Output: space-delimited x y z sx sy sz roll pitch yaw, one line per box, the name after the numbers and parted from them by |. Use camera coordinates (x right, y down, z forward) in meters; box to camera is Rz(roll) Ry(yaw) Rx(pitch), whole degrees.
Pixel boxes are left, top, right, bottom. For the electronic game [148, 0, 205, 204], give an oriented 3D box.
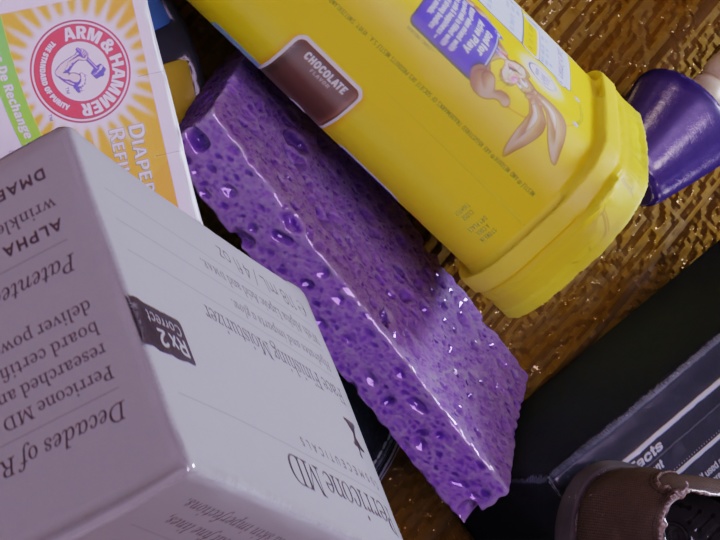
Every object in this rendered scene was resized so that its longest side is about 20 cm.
-0.155 -0.061 0.971 0.199 0.042 0.201 2 85 -25 | electronic game

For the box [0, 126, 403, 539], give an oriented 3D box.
-0.118 0.077 0.835 0.200 0.199 0.131 -28 66 12 | box

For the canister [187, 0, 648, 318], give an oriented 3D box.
0.021 -0.091 1.001 0.200 0.149 0.087 43 109 -12 | canister

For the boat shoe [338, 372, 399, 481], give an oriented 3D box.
-0.032 0.099 0.985 0.071 0.091 0.200 48 68 -13 | boat shoe

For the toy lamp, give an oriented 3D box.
0.185 -0.106 1.125 0.200 0.058 0.058 -44 103 -23 | toy lamp

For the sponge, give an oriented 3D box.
0.000 0.000 1.002 0.030 0.112 0.200 -33 103 21 | sponge

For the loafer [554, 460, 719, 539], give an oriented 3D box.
0.175 0.129 0.956 0.199 0.071 0.073 16 80 -21 | loafer

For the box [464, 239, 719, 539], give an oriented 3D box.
0.176 0.111 1.062 0.200 0.123 0.199 -37 102 -22 | box

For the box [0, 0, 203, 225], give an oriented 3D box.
-0.171 -0.036 0.889 0.199 0.101 0.113 -13 94 -18 | box
